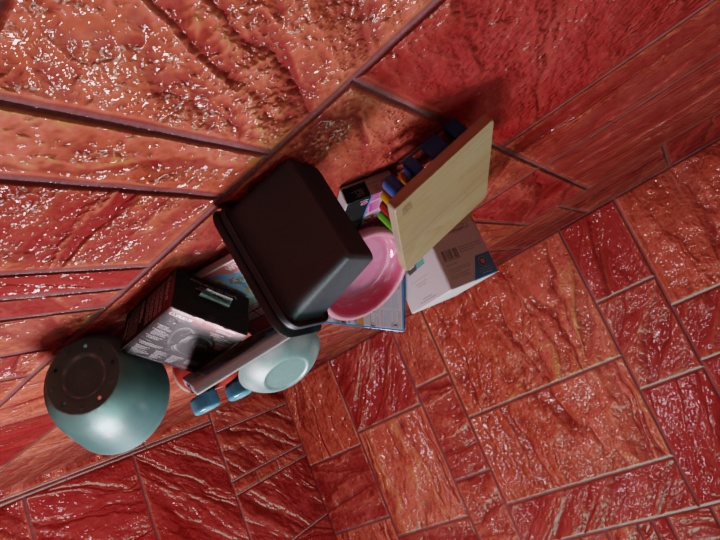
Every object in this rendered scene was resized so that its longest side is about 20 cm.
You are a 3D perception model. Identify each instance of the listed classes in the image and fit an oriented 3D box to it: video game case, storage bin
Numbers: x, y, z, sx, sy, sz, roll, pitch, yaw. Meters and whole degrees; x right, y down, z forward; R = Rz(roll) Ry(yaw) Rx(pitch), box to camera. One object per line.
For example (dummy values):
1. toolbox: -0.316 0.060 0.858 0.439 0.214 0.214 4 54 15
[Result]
1. video game case: -0.202 0.047 0.951 0.140 0.018 0.200 -24 139 22
2. video game case: -0.001 0.051 1.131 0.193 0.148 0.018 4 -158 18
3. video game case: -0.231 0.160 0.994 0.197 0.023 0.181 -30 -174 -24
4. storage bin: -0.076 -0.038 0.717 0.133 0.203 0.144 -38 164 21

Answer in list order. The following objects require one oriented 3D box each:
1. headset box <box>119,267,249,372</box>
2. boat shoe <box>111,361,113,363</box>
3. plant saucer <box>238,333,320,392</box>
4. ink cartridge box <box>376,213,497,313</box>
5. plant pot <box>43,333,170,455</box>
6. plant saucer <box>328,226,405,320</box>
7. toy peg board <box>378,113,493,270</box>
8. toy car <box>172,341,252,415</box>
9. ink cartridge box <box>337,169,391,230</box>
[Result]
1. headset box: -0.293 0.088 0.911 0.147 0.079 0.198 26 133 -37
2. boat shoe: -0.494 0.209 1.159 0.196 0.072 0.070 -17 165 -42
3. plant saucer: -0.168 0.212 1.168 0.196 0.039 0.204 -24 144 -19
4. ink cartridge box: 0.153 -0.047 1.106 0.143 0.206 0.146 -16 167 -34
5. plant pot: -0.457 0.208 0.947 0.195 0.205 0.162 -22 158 -13
6. plant saucer: 0.000 0.000 1.016 0.196 0.051 0.205 -23 136 -23
7. toy peg board: 0.104 -0.137 0.847 0.199 0.098 0.200 -42 155 -10
8. toy car: -0.297 0.177 1.155 0.174 0.189 0.199 -12 161 -46
9. ink cartridge box: -0.002 -0.105 0.949 0.092 0.038 0.200 -23 170 -15
